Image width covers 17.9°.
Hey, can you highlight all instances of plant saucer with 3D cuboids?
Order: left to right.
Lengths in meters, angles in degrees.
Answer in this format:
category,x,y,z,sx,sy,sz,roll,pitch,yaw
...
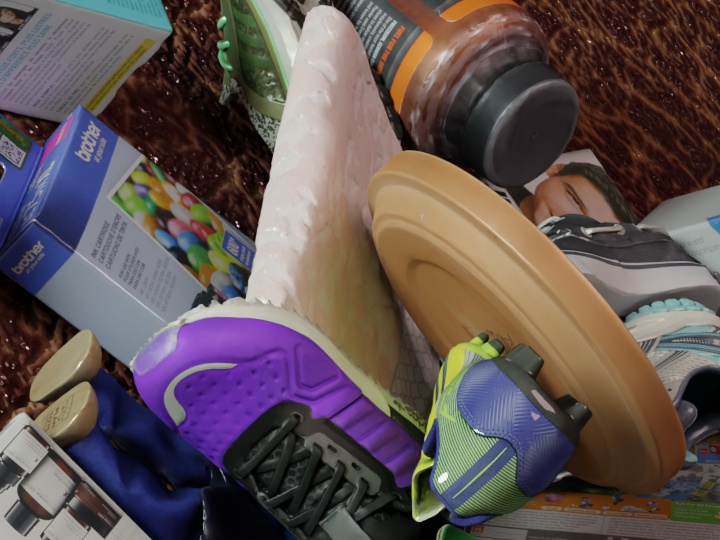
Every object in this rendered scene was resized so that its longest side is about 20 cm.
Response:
category,x,y,z,sx,sy,sz,roll,pitch,yaw
plant saucer,0.072,0.030,1.076,0.032,0.200,0.200,-42,90,-14

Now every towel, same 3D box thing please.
category,x,y,z,sx,sy,sz,roll,pitch,yaw
towel,0.000,0.000,1.153,0.191,0.032,0.201,61,28,-43

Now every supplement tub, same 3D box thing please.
category,x,y,z,sx,sy,sz,roll,pitch,yaw
supplement tub,0.036,-0.129,1.318,0.107,0.107,0.200,5,30,-48

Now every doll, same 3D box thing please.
category,x,y,z,sx,sy,sz,roll,pitch,yaw
doll,-0.065,0.116,1.039,0.200,0.048,0.137,40,23,-25

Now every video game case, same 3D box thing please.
category,x,y,z,sx,sy,sz,roll,pitch,yaw
video game case,0.125,0.130,1.198,0.142,0.018,0.200,3,32,13

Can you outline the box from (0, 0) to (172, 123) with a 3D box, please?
category,x,y,z,sx,sy,sz,roll,pitch,yaw
box,-0.195,-0.129,1.115,0.199,0.082,0.049,11,45,-45

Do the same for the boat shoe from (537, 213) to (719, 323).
category,x,y,z,sx,sy,sz,roll,pitch,yaw
boat shoe,0.118,0.002,1.254,0.199,0.072,0.068,-3,49,-43

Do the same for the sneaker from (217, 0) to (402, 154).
category,x,y,z,sx,sy,sz,roll,pitch,yaw
sneaker,-0.058,-0.127,1.269,0.077,0.088,0.201,-14,78,-55

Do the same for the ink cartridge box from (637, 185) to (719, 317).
category,x,y,z,sx,sy,sz,roll,pitch,yaw
ink cartridge box,0.259,0.046,1.360,0.084,0.144,0.201,-37,107,-53

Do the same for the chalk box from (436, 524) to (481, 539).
category,x,y,z,sx,sy,sz,roll,pitch,yaw
chalk box,0.046,0.210,0.939,0.125,0.123,0.201,30,48,-52

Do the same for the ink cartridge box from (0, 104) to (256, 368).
category,x,y,z,sx,sy,sz,roll,pitch,yaw
ink cartridge box,-0.106,-0.003,1.121,0.200,0.042,0.120,37,28,-15

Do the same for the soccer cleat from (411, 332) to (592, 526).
category,x,y,z,sx,sy,sz,roll,pitch,yaw
soccer cleat,0.048,0.075,1.009,0.065,0.084,0.200,46,-5,0

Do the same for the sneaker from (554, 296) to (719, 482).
category,x,y,z,sx,sy,sz,roll,pitch,yaw
sneaker,0.131,0.074,1.201,0.199,0.078,0.086,-21,38,-26

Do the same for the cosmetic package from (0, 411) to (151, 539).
category,x,y,z,sx,sy,sz,roll,pitch,yaw
cosmetic package,-0.099,0.159,0.949,0.200,0.051,0.083,46,33,-6

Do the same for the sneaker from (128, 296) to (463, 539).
category,x,y,z,sx,sy,sz,roll,pitch,yaw
sneaker,-0.016,0.088,1.018,0.200,0.069,0.100,33,25,-40

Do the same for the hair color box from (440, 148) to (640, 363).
category,x,y,z,sx,sy,sz,roll,pitch,yaw
hair color box,0.098,-0.009,1.362,0.200,0.061,0.099,-14,67,-56
